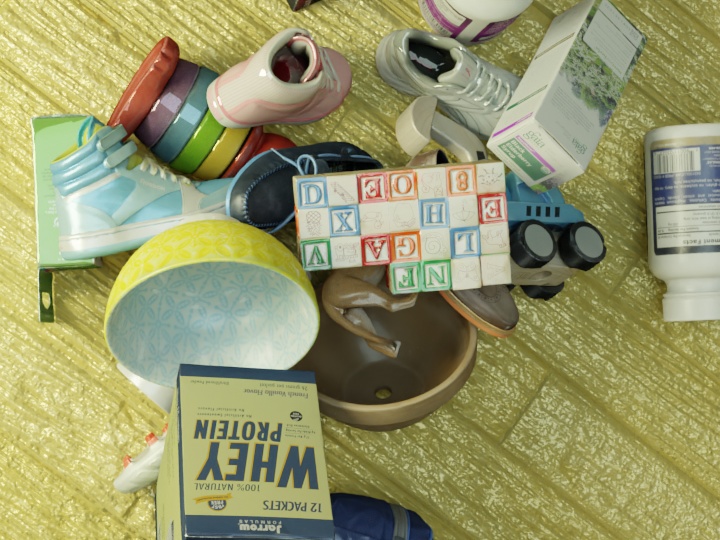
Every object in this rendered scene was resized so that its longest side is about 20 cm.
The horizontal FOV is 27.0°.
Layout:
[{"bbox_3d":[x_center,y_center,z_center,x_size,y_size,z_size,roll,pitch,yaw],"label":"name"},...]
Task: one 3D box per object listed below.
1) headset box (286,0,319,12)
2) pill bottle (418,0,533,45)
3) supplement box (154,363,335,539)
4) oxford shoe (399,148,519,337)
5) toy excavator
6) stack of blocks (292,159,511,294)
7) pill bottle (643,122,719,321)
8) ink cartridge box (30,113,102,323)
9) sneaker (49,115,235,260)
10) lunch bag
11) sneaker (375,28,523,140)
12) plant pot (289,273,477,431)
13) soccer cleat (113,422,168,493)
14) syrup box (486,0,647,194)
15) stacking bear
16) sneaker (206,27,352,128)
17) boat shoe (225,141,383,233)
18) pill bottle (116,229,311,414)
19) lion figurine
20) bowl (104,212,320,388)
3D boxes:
[{"bbox_3d":[-0.008,-0.341,1.525,0.198,0.149,0.078,-24,90,-6],"label":"headset box"},{"bbox_3d":[0.124,-0.299,1.512,0.111,0.200,0.114,0,88,-7],"label":"pill bottle"},{"bbox_3d":[-0.115,0.230,1.402,0.133,0.201,0.201,4,44,-14],"label":"supplement box"},{"bbox_3d":[0.104,-0.026,1.481,0.073,0.071,0.201,-34,91,36],"label":"oxford shoe"},{"bbox_3d":[0.138,-0.078,1.556,0.193,0.100,0.202,2,63,-31],"label":"toy excavator"},{"bbox_3d":[0.038,-0.039,1.419,0.197,0.059,0.117,-4,96,-6],"label":"stack of blocks"},{"bbox_3d":[0.356,-0.049,1.576,0.110,0.111,0.203,-2,89,-7],"label":"pill bottle"},{"bbox_3d":[-0.292,-0.050,1.505,0.059,0.104,0.203,-3,88,-6],"label":"ink cartridge box"},{"bbox_3d":[-0.205,-0.094,1.441,0.198,0.079,0.132,-16,96,-25],"label":"sneaker"},{"bbox_3d":[-0.001,0.332,1.509,0.131,0.136,0.202,15,90,-5],"label":"lunch bag"},{"bbox_3d":[0.110,-0.192,1.557,0.198,0.099,0.079,22,86,-5],"label":"sneaker"},{"bbox_3d":[0.020,0.096,1.521,0.198,0.202,0.093,-10,133,-7],"label":"plant pot"},{"bbox_3d":[-0.160,0.177,1.533,0.199,0.069,0.078,-35,95,-9],"label":"soccer cleat"},{"bbox_3d":[0.213,-0.183,1.532,0.079,0.081,0.201,40,57,-17],"label":"syrup box"},{"bbox_3d":[-0.146,-0.136,1.524,0.199,0.114,0.122,33,106,-16],"label":"stacking bear"},{"bbox_3d":[-0.053,-0.196,1.491,0.199,0.104,0.076,-21,84,-49],"label":"sneaker"},{"bbox_3d":[-0.051,-0.092,1.480,0.200,0.068,0.085,-34,127,-45],"label":"boat shoe"},{"bbox_3d":[-0.151,0.046,1.514,0.111,0.111,0.200,40,84,-4],"label":"pill bottle"},{"bbox_3d":[0.000,0.000,1.496,0.121,0.201,0.073,18,127,-1],"label":"lion figurine"},{"bbox_3d":[-0.138,0.013,1.390,0.198,0.201,0.109,-2,51,-7],"label":"bowl"}]
